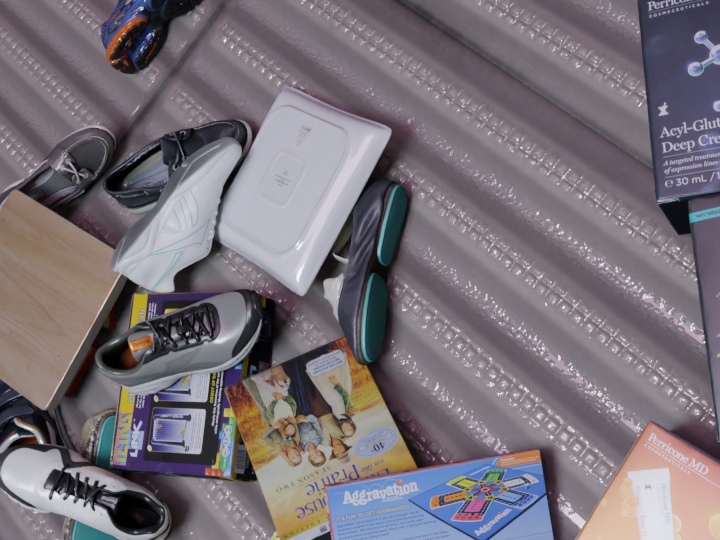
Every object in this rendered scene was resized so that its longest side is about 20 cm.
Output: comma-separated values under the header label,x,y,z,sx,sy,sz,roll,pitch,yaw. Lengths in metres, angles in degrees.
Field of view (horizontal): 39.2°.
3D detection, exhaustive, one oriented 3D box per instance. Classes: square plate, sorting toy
label,x,y,z,sx,sy,sz,roll,pitch,yaw
square plate,-0.078,-0.097,1.110,0.200,0.028,0.199,30,93,45
sorting toy,-0.380,0.036,1.223,0.200,0.070,0.199,29,89,24

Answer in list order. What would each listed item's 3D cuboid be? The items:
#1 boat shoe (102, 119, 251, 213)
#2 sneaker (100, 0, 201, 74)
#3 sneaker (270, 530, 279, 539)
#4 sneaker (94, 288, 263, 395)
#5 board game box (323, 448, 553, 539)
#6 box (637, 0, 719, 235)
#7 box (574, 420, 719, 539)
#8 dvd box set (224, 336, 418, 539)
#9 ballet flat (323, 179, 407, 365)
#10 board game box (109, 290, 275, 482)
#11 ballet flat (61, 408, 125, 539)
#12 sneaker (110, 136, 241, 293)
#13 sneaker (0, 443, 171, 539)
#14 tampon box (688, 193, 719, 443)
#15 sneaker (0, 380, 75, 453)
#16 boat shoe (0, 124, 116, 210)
label,x,y,z,sx,sy,sz,roll,pitch,yaw
boat shoe,-0.222,-0.130,1.195,0.199,0.066,0.075,-19,67,25
sneaker,-0.264,-0.348,1.278,0.200,0.075,0.078,-47,58,7
sneaker,-0.048,0.258,1.009,0.200,0.075,0.076,-43,54,-1
sneaker,-0.188,0.075,1.056,0.199,0.079,0.074,-25,64,18
board game box,0.072,0.227,0.909,0.199,0.019,0.103,-8,86,-9
box,0.337,-0.149,0.897,0.148,0.107,0.201,-9,72,25
box,0.249,0.245,0.840,0.124,0.097,0.201,31,91,30
dvd box set,-0.037,0.167,0.987,0.146,0.029,0.200,-22,49,-6
ballet flat,0.000,0.000,1.051,0.073,0.073,0.201,2,71,27
board game box,-0.185,0.126,1.117,0.165,0.057,0.201,-2,76,29
ballet flat,-0.303,0.257,1.144,0.075,0.068,0.201,-15,63,46
sneaker,-0.194,-0.062,1.145,0.200,0.080,0.070,-51,24,3
sneaker,-0.289,0.232,1.069,0.199,0.080,0.074,23,69,-11
tampon box,0.360,0.040,0.822,0.149,0.126,0.201,-9,73,25
sneaker,-0.403,0.183,1.200,0.078,0.079,0.200,-47,60,9
boat shoe,-0.382,-0.107,1.268,0.200,0.067,0.057,-30,36,24
